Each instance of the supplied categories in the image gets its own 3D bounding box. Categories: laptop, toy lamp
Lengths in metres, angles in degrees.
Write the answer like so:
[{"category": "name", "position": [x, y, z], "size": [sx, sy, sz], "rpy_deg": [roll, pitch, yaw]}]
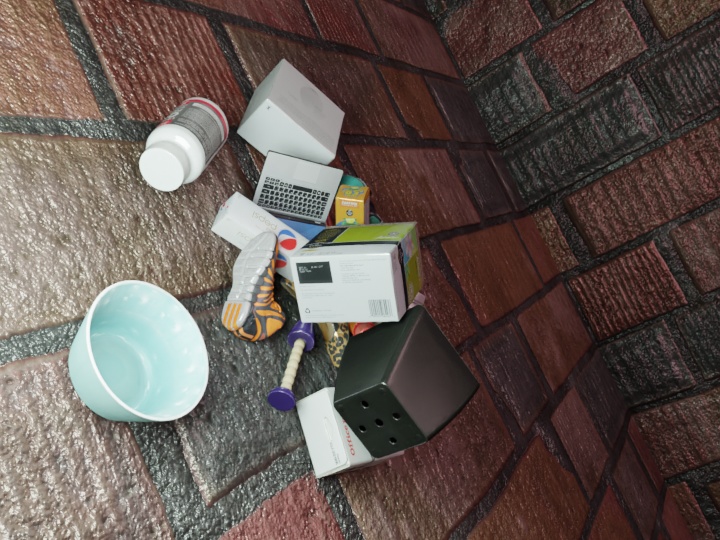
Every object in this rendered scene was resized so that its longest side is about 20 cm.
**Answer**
[{"category": "laptop", "position": [-0.122, -0.117, 1.473], "size": [0.185, 0.202, 0.116], "rpy_deg": [9, 22, -35]}, {"category": "toy lamp", "position": [-0.124, 0.169, 1.327], "size": [0.058, 0.058, 0.201], "rpy_deg": [48, 34, -23]}]

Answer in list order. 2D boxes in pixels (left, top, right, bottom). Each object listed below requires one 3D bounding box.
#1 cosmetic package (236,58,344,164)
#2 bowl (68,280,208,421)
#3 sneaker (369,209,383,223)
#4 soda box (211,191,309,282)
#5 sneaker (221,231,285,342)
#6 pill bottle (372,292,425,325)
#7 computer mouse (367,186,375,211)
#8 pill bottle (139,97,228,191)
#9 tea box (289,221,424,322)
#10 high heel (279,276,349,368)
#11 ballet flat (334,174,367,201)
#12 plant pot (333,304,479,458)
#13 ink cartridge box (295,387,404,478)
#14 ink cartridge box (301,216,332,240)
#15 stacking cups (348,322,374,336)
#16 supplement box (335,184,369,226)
[{"category": "cosmetic package", "position": [-0.155, -0.339, 1.634], "size": [0.199, 0.123, 0.201], "rpy_deg": [38, 33, -23]}, {"category": "bowl", "position": [-0.320, 0.127, 0.984], "size": [0.200, 0.104, 0.203], "rpy_deg": [40, 34, -35]}, {"category": "sneaker", "position": [0.012, -0.091, 1.633], "size": [0.088, 0.074, 0.201], "rpy_deg": [59, -6, 32]}, {"category": "soda box", "position": [-0.183, -0.062, 1.373], "size": [0.199, 0.068, 0.064], "rpy_deg": [34, 50, -24]}, {"category": "sneaker", "position": [-0.181, 0.036, 1.308], "size": [0.112, 0.077, 0.202], "rpy_deg": [41, 62, -47]}, {"category": "pill bottle", "position": [0.070, 0.138, 1.482], "size": [0.104, 0.103, 0.202], "rpy_deg": [27, 80, -46]}, {"category": "computer mouse", "position": [-0.006, -0.112, 1.720], "size": [0.046, 0.141, 0.200], "rpy_deg": [32, -10, 6]}, {"category": "pill bottle", "position": [-0.321, -0.227, 1.290], "size": [0.111, 0.110, 0.201], "rpy_deg": [49, 30, -21]}, {"category": "tea box", "position": [0.000, 0.000, 1.346], "size": [0.197, 0.197, 0.135], "rpy_deg": [-47, 132, -60]}, {"category": "high heel", "position": [-0.098, 0.100, 1.445], "size": [0.141, 0.071, 0.203], "rpy_deg": [6, 68, -36]}, {"category": "ballet flat", "position": [-0.051, -0.187, 1.651], "size": [0.074, 0.199, 0.075], "rpy_deg": [-26, 127, -40]}, {"category": "plant pot", "position": [0.064, 0.219, 1.292], "size": [0.200, 0.199, 0.178], "rpy_deg": [53, 39, -11]}, {"category": "ink cartridge box", "position": [-0.018, 0.301, 1.352], "size": [0.199, 0.083, 0.146], "rpy_deg": [12, 55, -57]}, {"category": "ink cartridge box", "position": [-0.087, -0.079, 1.621], "size": [0.173, 0.043, 0.202], "rpy_deg": [12, 55, -53]}, {"category": "stacking cups", "position": [0.000, 0.107, 1.487], "size": [0.061, 0.060, 0.200], "rpy_deg": [48, 2, -23]}, {"category": "supplement box", "position": [-0.017, -0.077, 1.517], "size": [0.069, 0.066, 0.203], "rpy_deg": [-66, 158, -59]}]
